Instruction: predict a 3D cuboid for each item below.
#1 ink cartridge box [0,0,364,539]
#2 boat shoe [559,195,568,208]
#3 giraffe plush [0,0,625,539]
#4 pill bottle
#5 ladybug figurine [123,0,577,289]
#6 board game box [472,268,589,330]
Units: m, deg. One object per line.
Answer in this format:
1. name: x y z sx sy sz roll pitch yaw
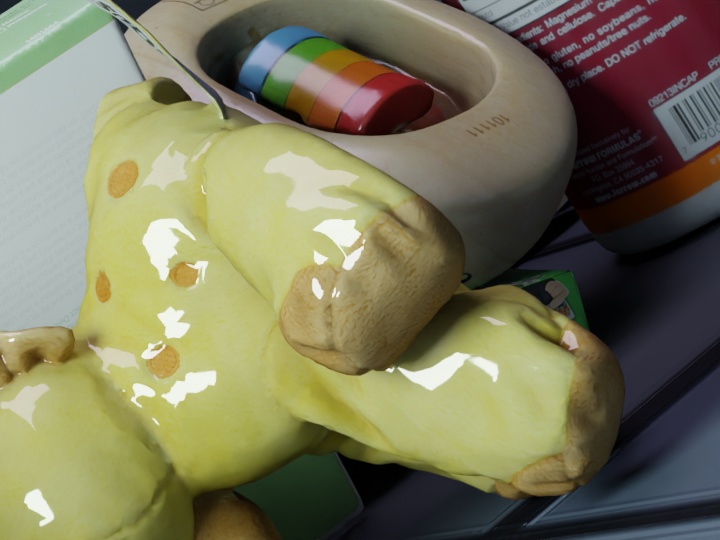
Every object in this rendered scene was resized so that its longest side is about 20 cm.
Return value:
1. ink cartridge box: -0.101 0.032 0.914 0.146 0.200 0.048 -36 26 -23
2. boat shoe: 0.000 0.000 1.250 0.201 0.063 0.074 -31 5 2
3. giraffe plush: -0.048 0.042 0.827 0.162 0.200 0.173 -54 4 -5
4. pill bottle: 0.088 -0.116 1.085 0.113 0.200 0.113 -32 7 5
5. ladybug figurine: -0.008 -0.047 1.037 0.136 0.072 0.200 -27 40 -31
6. board game box: -0.008 0.032 1.071 0.135 0.029 0.200 -17 4 -12
